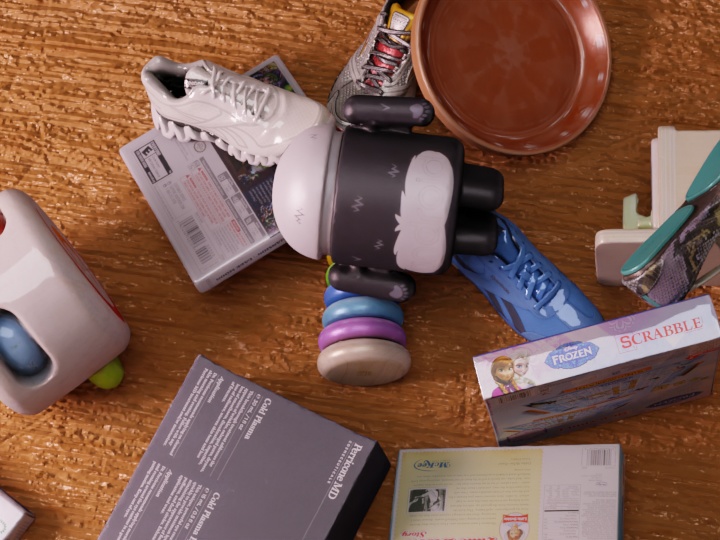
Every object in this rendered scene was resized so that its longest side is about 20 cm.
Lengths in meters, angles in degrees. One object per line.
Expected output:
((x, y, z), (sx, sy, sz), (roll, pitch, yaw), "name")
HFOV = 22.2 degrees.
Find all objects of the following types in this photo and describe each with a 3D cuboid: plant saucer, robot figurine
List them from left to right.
((0.023, -0.063, 1.599), (0.200, 0.125, 0.151), (7, 70, 3), "robot figurine")
((0.139, -0.204, 1.712), (0.200, 0.032, 0.201), (3, 82, -20), "plant saucer")

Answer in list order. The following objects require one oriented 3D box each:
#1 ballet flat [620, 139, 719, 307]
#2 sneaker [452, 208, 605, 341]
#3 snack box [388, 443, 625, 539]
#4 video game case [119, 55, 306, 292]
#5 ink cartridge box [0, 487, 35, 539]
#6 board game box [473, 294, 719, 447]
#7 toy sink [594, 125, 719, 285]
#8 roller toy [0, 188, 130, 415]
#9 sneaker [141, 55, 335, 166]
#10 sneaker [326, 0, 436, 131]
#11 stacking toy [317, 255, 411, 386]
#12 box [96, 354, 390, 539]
((0.292, -0.043, 1.525), (0.072, 0.072, 0.200), (33, 69, 17), "ballet flat")
((0.139, 0.002, 1.661), (0.200, 0.078, 0.066), (42, 80, 17), "sneaker")
((0.127, 0.210, 1.588), (0.200, 0.037, 0.116), (-3, 54, 14), "snack box")
((-0.113, -0.094, 1.725), (0.182, 0.023, 0.200), (-32, 51, -2), "video game case")
((-0.434, 0.245, 1.682), (0.196, 0.043, 0.200), (36, 83, 16), "ink cartridge box")
((0.202, 0.090, 1.557), (0.200, 0.200, 0.041), (-15, 71, 3), "board game box")
((0.309, -0.057, 1.628), (0.200, 0.130, 0.112), (-1, 72, 9), "toy sink")
((-0.313, 0.031, 1.659), (0.140, 0.182, 0.200), (-37, 71, -4), "roller toy")
((-0.119, -0.152, 1.704), (0.200, 0.081, 0.075), (12, 60, 26), "sneaker")
((0.028, -0.211, 1.736), (0.078, 0.082, 0.200), (27, 73, 16), "sneaker")
((0.000, 0.000, 1.682), (0.085, 0.085, 0.200), (-5, 68, 7), "stacking toy")
((-0.101, 0.209, 1.613), (0.182, 0.104, 0.200), (25, 78, 16), "box")
